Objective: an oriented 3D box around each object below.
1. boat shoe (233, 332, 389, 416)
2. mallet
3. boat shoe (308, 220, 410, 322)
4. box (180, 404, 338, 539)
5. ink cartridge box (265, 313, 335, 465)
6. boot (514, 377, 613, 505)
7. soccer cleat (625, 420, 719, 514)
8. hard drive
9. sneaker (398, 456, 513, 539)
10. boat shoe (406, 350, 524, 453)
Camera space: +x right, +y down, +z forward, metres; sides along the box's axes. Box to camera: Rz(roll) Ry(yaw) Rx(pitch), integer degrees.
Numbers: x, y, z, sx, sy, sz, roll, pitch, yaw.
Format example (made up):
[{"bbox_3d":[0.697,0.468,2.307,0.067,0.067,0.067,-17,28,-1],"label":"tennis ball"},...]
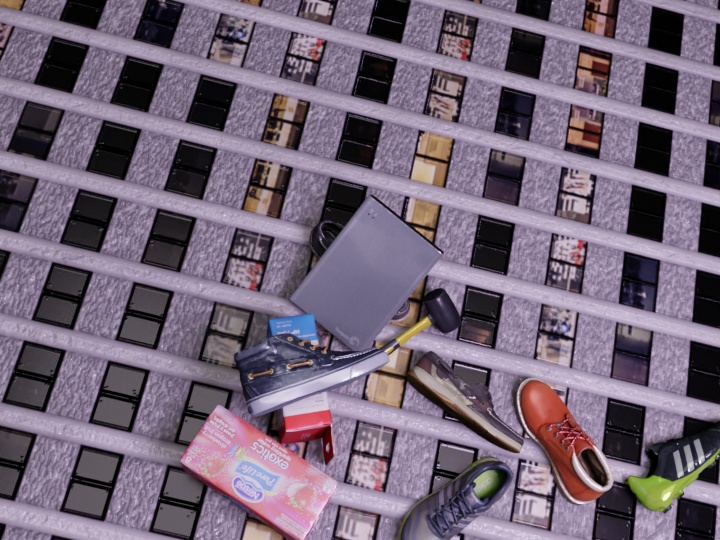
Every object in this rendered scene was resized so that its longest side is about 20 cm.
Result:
[{"bbox_3d":[-0.065,0.118,1.170,0.200,0.071,0.091,-18,79,-13],"label":"boat shoe"},{"bbox_3d":[0.067,0.112,1.336,0.200,0.041,0.066,-41,110,-7],"label":"mallet"},{"bbox_3d":[0.000,0.000,1.349,0.200,0.063,0.073,44,68,7],"label":"boat shoe"},{"bbox_3d":[-0.140,0.282,1.212,0.200,0.100,0.096,32,70,4],"label":"box"},{"bbox_3d":[-0.087,0.174,1.248,0.067,0.116,0.200,-7,71,-11],"label":"ink cartridge box"},{"bbox_3d":[0.300,0.240,1.285,0.075,0.107,0.200,-25,74,-14],"label":"boot"},{"bbox_3d":[0.484,0.276,1.321,0.200,0.068,0.081,-37,67,-17],"label":"soccer cleat"},{"bbox_3d":[0.008,0.008,1.311,0.140,0.033,0.200,39,102,2],"label":"hard drive"},{"bbox_3d":[0.136,0.330,1.243,0.200,0.081,0.074,-38,79,-18],"label":"sneaker"},{"bbox_3d":[0.163,0.192,1.300,0.200,0.073,0.065,36,75,6],"label":"boat shoe"}]
